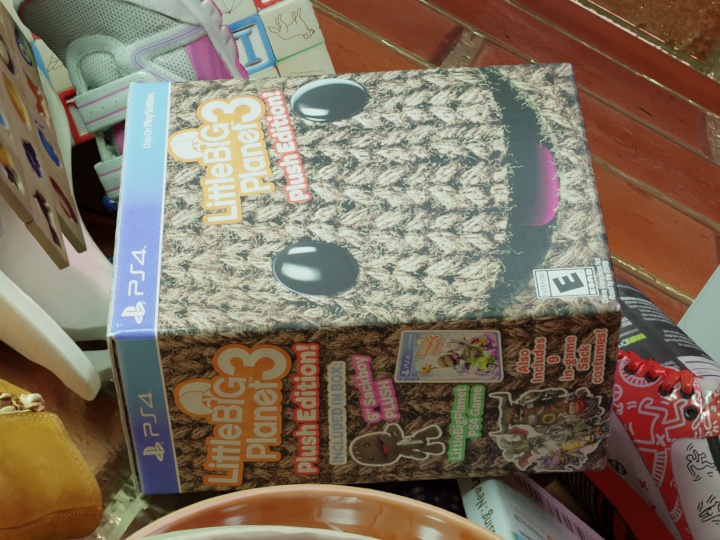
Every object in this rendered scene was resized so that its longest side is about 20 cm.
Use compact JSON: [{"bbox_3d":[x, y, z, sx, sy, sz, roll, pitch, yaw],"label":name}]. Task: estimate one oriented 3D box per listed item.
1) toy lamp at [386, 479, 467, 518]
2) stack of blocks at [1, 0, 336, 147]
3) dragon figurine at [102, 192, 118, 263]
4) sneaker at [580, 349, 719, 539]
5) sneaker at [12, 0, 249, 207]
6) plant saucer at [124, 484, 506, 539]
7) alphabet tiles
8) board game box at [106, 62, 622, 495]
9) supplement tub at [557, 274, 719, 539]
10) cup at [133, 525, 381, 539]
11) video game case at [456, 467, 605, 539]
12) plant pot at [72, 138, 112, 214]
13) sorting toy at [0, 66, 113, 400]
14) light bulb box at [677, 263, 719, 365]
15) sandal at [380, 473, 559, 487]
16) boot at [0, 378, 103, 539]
[{"bbox_3d":[0.021,0.143,0.680,0.058,0.058,0.200,27,16,-5],"label":"toy lamp"},{"bbox_3d":[-0.124,-0.113,0.936,0.059,0.199,0.116,-135,-157,-71],"label":"stack of blocks"},{"bbox_3d":[-0.060,-0.014,0.971,0.199,0.059,0.100,13,25,-29],"label":"dragon figurine"},{"bbox_3d":[0.150,0.064,0.831,0.202,0.108,0.067,51,18,21],"label":"sneaker"},{"bbox_3d":[-0.093,-0.071,0.855,0.200,0.081,0.088,43,52,-23],"label":"sneaker"},{"bbox_3d":[-0.006,0.150,0.555,0.199,0.032,0.201,7,38,-6],"label":"plant saucer"},{"bbox_3d":[-0.164,-0.101,0.742,0.167,0.006,0.201,62,5,-53],"label":"alphabet tiles"},{"bbox_3d":[0.000,0.000,0.758,0.199,0.097,0.160,-3,44,-1],"label":"board game box"},{"bbox_3d":[0.158,0.093,0.935,0.107,0.107,0.200,14,24,-38],"label":"supplement tub"},{"bbox_3d":[-0.045,0.149,0.396,0.199,0.201,0.143,22,-8,-20],"label":"cup"},{"bbox_3d":[0.124,0.174,0.718,0.200,0.022,0.182,41,13,-19],"label":"video game case"},{"bbox_3d":[-0.135,-0.161,1.034,0.186,0.201,0.187,26,17,-9],"label":"plant pot"},{"bbox_3d":[-0.165,-0.016,0.780,0.180,0.107,0.200,43,8,3],"label":"sorting toy"},{"bbox_3d":[0.314,0.076,0.996,0.199,0.125,0.198,22,18,-38],"label":"light bulb box"},{"bbox_3d":[0.025,0.072,0.850,0.200,0.080,0.058,20,34,-27],"label":"sandal"},{"bbox_3d":[-0.195,0.040,0.635,0.201,0.071,0.144,39,14,20],"label":"boot"}]
